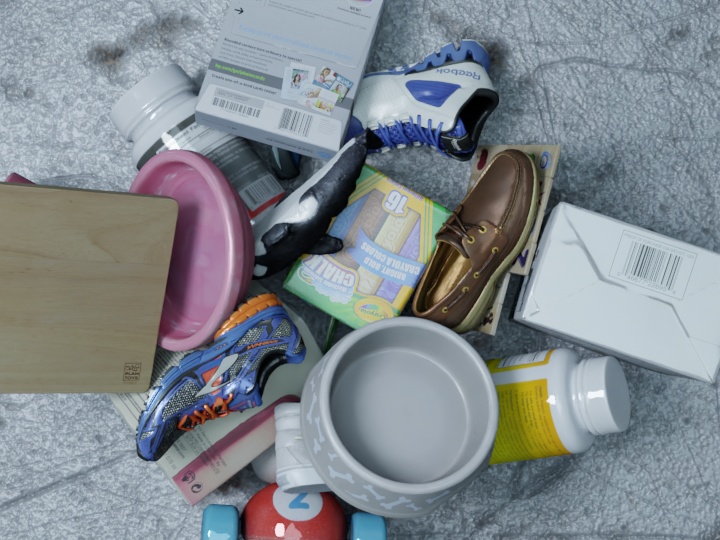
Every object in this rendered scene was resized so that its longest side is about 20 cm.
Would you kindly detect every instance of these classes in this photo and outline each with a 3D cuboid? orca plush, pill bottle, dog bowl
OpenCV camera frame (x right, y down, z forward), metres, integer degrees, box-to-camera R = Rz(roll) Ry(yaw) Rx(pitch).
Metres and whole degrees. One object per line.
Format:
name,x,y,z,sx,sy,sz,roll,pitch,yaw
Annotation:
orca plush,-0.041,-0.053,1.301,0.071,0.105,0.200,43,87,-16
pill bottle,-0.173,-0.114,1.393,0.114,0.114,0.200,-38,87,2
pill bottle,0.172,0.142,1.342,0.200,0.109,0.109,-12,89,28
dog bowl,0.043,0.136,1.252,0.200,0.059,0.200,4,67,-9

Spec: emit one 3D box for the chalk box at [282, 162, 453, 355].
chalk box,0.000,0.000,1.378,0.124,0.124,0.200,31,90,3

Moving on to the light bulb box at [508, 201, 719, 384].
light bulb box,0.266,0.025,1.324,0.198,0.200,0.125,19,89,3

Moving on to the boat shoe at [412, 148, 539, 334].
boat shoe,0.114,-0.029,1.292,0.072,0.068,0.200,37,108,43

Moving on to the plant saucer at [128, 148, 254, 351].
plant saucer,-0.170,-0.020,1.295,0.051,0.200,0.201,-3,94,-42

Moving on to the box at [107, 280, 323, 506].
box,-0.142,0.123,1.339,0.200,0.128,0.109,-36,122,-12

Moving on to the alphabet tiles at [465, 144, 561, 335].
alphabet tiles,0.140,-0.035,1.354,0.008,0.167,0.200,15,89,-24

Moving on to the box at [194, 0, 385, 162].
box,-0.071,-0.227,1.355,0.156,0.041,0.200,16,73,-1

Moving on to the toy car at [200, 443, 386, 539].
toy car,-0.071,0.213,1.367,0.184,0.177,0.200,4,77,-7

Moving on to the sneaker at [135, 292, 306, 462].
sneaker,-0.132,0.109,1.220,0.078,0.075,0.200,42,77,15

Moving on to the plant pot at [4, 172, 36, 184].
plant pot,-0.343,0.025,1.373,0.179,0.200,0.200,32,91,-12

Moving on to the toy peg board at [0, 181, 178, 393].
toy peg board,-0.300,0.010,1.260,0.200,0.098,0.199,3,103,-33

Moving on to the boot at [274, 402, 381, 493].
boot,0.009,0.170,1.302,0.200,0.074,0.096,3,69,-26

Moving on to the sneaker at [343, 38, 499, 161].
sneaker,0.062,-0.162,1.373,0.199,0.081,0.115,-26,50,2

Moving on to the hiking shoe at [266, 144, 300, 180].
hiking shoe,-0.056,-0.196,1.406,0.087,0.074,0.200,6,90,4
